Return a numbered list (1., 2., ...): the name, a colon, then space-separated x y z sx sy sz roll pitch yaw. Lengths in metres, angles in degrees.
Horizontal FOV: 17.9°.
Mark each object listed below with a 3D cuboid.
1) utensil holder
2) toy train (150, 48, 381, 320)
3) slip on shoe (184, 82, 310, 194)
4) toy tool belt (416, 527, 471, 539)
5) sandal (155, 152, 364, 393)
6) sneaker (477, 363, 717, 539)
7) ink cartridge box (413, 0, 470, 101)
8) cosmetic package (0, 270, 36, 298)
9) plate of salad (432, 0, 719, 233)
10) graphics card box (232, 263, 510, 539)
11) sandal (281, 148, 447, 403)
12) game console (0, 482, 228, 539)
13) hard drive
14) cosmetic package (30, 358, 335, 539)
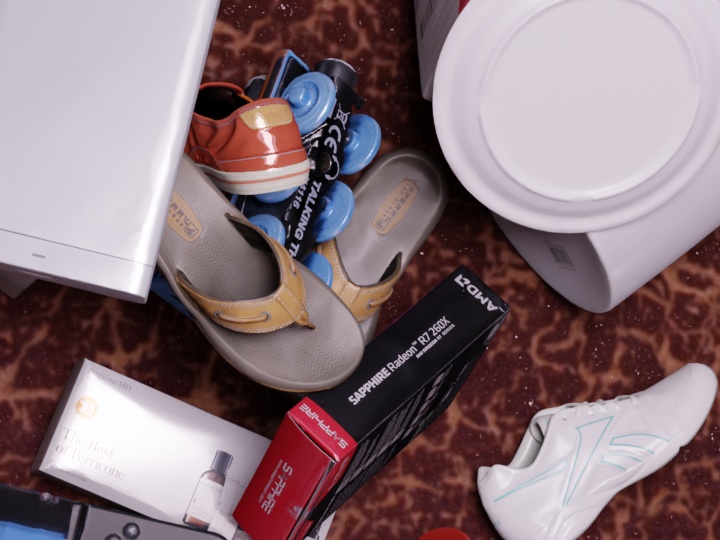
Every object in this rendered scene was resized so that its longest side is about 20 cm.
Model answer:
1. utensil holder: 0.196 -0.093 1.594 0.199 0.170 0.171 -37 94 -14
2. toy train: -0.065 -0.053 1.542 0.087 0.114 0.202 39 62 -46
3. slip on shoe: -0.092 -0.091 1.458 0.074 0.200 0.062 -13 105 -25
4. toy tool belt: 0.004 0.268 1.540 0.199 0.125 0.123 -33 135 -15
5. sandal: -0.071 -0.001 1.384 0.082 0.054 0.200 -47 109 -22
6. sneaker: 0.168 0.120 1.613 0.200 0.070 0.080 -37 91 -16
7. ink cartridge box: 0.096 -0.217 1.541 0.085 0.148 0.201 15 38 -13
8. cosmetic package: -0.252 -0.096 1.451 0.199 0.200 0.123 39 75 -7
9. plate of salad: 0.142 -0.119 1.456 0.198 0.048 0.202 -3 118 -6
10. graphics card box: 0.008 0.092 1.503 0.051 0.126 0.200 41 49 13
11. sandal: 0.000 0.000 1.578 0.082 0.055 0.201 39 76 -8
12. game console: -0.176 0.249 1.442 0.171 0.119 0.202 13 83 -5
13. hard drive: -0.166 -0.094 1.344 0.131 0.027 0.202 13 78 -2
14. cosmetic package: -0.114 0.136 1.542 0.199 0.051 0.083 24 77 -12
